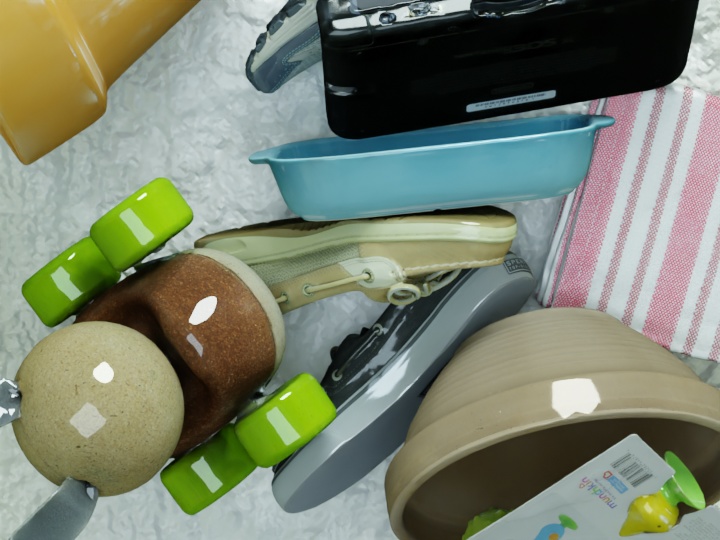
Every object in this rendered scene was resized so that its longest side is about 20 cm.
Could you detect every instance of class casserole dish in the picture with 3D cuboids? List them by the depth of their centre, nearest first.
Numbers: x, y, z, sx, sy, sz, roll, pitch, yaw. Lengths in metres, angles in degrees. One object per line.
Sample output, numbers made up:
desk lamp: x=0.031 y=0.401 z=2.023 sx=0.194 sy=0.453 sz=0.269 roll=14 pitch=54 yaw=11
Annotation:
casserole dish: x=0.040 y=-0.056 z=1.251 sx=0.200 sy=0.121 sz=0.039 roll=-5 pitch=98 yaw=3

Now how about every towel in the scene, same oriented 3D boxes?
towel: x=0.211 y=-0.021 z=1.298 sx=0.200 sy=0.030 sz=0.147 roll=15 pitch=99 yaw=0

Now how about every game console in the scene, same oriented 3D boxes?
game console: x=0.070 y=-0.170 z=1.209 sx=0.200 sy=0.176 sz=0.117 roll=-10 pitch=65 yaw=-3

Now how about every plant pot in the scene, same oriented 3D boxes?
plant pot: x=-0.154 y=-0.188 z=1.217 sx=0.183 sy=0.200 sz=0.200 roll=-33 pitch=98 yaw=-7
plant pot: x=0.107 y=0.082 z=1.267 sx=0.200 sy=0.201 sz=0.093 roll=-12 pitch=63 yaw=6

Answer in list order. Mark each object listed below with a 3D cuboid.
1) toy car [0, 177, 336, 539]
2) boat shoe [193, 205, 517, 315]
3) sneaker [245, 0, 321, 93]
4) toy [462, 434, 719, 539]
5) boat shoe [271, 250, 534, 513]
toy car: x=-0.144 y=0.076 z=1.234 sx=0.164 sy=0.200 sz=0.158 roll=54 pitch=136 yaw=-1
boat shoe: x=-0.002 y=0.000 z=1.265 sx=0.200 sy=0.073 sz=0.063 roll=-6 pitch=96 yaw=29
sneaker: x=0.029 y=-0.145 z=1.261 sx=0.200 sy=0.078 sz=0.086 roll=-33 pitch=101 yaw=9
toy: x=0.095 y=0.155 z=1.243 sx=0.200 sy=0.047 sz=0.115 roll=-32 pitch=128 yaw=22
boat shoe: x=0.015 y=0.055 z=1.312 sx=0.200 sy=0.069 sz=0.057 roll=-46 pitch=65 yaw=11
